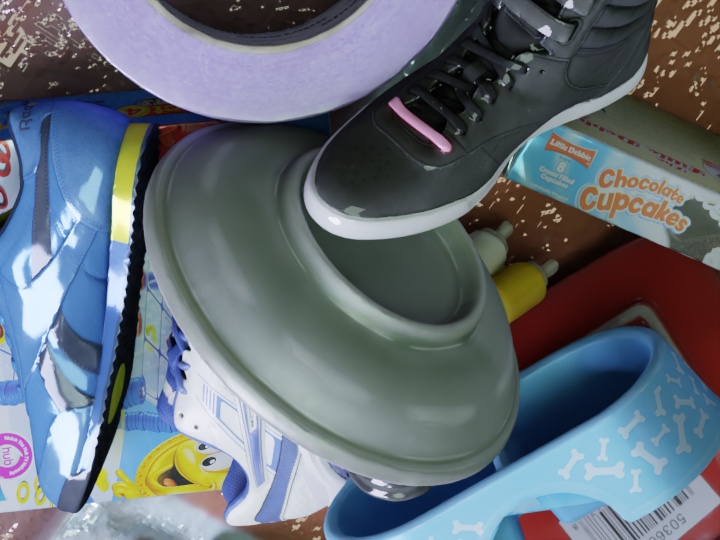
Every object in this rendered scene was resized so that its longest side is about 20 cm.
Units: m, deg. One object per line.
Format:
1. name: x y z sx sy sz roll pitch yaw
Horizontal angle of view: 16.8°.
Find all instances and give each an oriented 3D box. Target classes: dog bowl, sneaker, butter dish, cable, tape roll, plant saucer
1. dog bowl: 0.071 0.093 1.120 0.199 0.112 0.050 -30 109 5
2. sneaker: -0.144 0.016 1.142 0.078 0.066 0.201 9 111 2
3. sneaker: 0.055 -0.092 1.050 0.199 0.071 0.099 -32 152 -29
4. butter dish: 0.134 0.116 1.239 0.199 0.148 0.200 -32 69 4
5. cable: 0.023 0.031 1.159 0.097 0.200 0.051 19 122 12
6. tape roll: -0.047 -0.170 1.101 0.198 0.085 0.202 -1 98 -6
7. plant saucer: 0.000 0.000 1.074 0.199 0.201 0.050 30 126 -17
8. sneaker: -0.063 0.038 1.151 0.088 0.075 0.201 -23 112 3

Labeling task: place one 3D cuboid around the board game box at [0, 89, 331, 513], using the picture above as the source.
1. board game box: -0.107 0.013 1.206 0.194 0.056 0.201 -6 113 -4

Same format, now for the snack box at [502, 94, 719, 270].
1. snack box: 0.154 -0.043 1.182 0.199 0.116 0.037 23 109 -15
